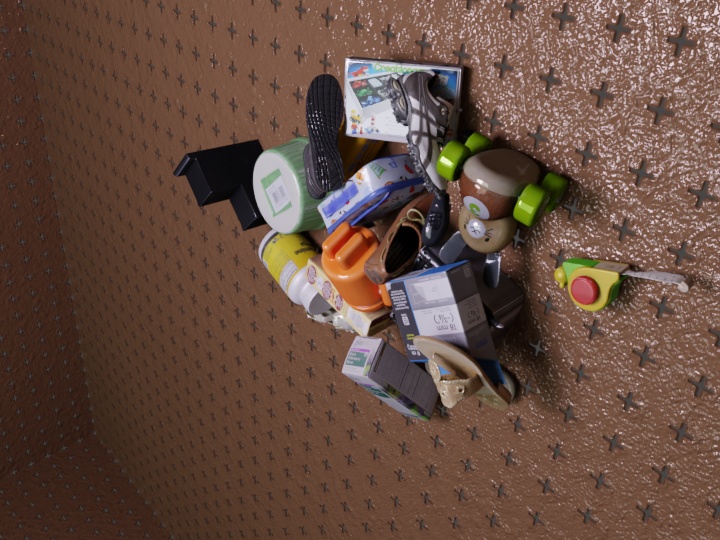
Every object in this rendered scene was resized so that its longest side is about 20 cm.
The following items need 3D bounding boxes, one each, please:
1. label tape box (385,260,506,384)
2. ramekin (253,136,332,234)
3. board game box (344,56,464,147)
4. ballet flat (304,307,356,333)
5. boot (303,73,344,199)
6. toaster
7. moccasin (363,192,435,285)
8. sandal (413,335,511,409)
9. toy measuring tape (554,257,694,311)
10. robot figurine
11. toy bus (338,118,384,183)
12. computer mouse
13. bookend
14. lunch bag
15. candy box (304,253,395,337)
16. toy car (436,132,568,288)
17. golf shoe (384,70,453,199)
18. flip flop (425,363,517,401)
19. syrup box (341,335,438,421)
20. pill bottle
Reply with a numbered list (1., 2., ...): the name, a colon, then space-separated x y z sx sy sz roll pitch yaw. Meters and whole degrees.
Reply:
1. label tape box: 0.133 0.098 1.021 0.143 0.062 0.205 -13 96 51
2. ramekin: -0.145 -0.177 1.381 0.198 0.096 0.205 24 123 41
3. board game box: 0.069 -0.280 1.068 0.195 0.035 0.129 11 117 17
4. ballet flat: -0.051 0.103 1.427 0.197 0.063 0.078 8 112 47
5. boot: -0.077 -0.233 1.141 0.131 0.068 0.206 -173 84 -73
6. toaster: 0.168 0.068 1.109 0.200 0.117 0.183 46 137 25
7. moccasin: 0.082 -0.061 1.093 0.074 0.201 0.077 53 149 -12
8. sandal: 0.153 0.179 0.973 0.210 0.071 0.077 37 151 -28
9. toy measuring tape: 0.362 0.028 0.905 0.198 0.073 0.075 13 117 46
10. robot figurine: 0.001 0.001 1.173 0.140 0.119 0.201 -2 148 21
11. toy bus: 0.000 -0.243 1.183 0.065 0.078 0.201 49 123 21
12. computer mouse: 0.148 -0.132 1.047 0.033 0.058 0.204 22 96 23
13. bookend: -0.290 -0.176 1.472 0.092 0.197 0.203 -32 83 48
14. lunch bag: 0.016 -0.133 1.163 0.199 0.158 0.077 -35 80 50
15. candy box: -0.009 0.038 1.306 0.200 0.114 0.056 44 135 27
16. toy car: 0.189 -0.076 0.977 0.163 0.157 0.203 33 124 23
17. golf shoe: 0.110 -0.216 0.999 0.078 0.093 0.204 -19 -92 -84
18. flip flop: 0.194 0.195 1.184 0.198 0.057 0.083 21 122 43
19. syrup box: 0.063 0.209 1.242 0.078 0.083 0.199 -1 148 48
20. pill bottle: -0.133 0.000 1.425 0.200 0.111 0.114 48 137 31
